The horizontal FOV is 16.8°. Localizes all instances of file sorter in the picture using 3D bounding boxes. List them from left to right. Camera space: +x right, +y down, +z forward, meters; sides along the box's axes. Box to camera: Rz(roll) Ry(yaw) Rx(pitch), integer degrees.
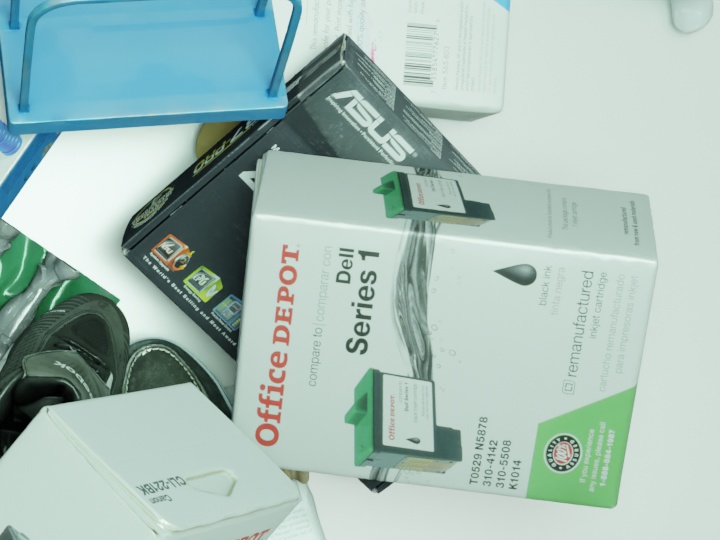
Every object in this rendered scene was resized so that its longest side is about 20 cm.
[{"bbox_3d":[-0.110,-0.185,1.192,0.139,0.123,0.200,-5,68,-12],"label":"file sorter"}]

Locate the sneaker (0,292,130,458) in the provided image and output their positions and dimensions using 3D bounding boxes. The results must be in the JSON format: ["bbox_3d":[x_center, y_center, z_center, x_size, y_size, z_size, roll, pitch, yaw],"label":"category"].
[{"bbox_3d":[-0.150,0.068,1.196,0.066,0.090,0.200,41,40,-8],"label":"sneaker"}]

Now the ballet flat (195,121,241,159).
[{"bbox_3d":[0.003,-0.030,1.333,0.200,0.063,0.069,32,81,-12],"label":"ballet flat"}]

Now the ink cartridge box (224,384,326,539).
[{"bbox_3d":[-0.093,0.176,1.333,0.163,0.057,0.200,-15,74,-13],"label":"ink cartridge box"}]

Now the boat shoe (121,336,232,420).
[{"bbox_3d":[-0.086,0.103,1.244,0.072,0.071,0.200,-18,53,-8],"label":"boat shoe"}]

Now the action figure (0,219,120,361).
[{"bbox_3d":[-0.228,0.067,1.287,0.118,0.055,0.200,35,87,-15],"label":"action figure"}]

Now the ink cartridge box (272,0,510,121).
[{"bbox_3d":[-0.023,-0.147,1.322,0.200,0.068,0.115,4,88,-14],"label":"ink cartridge box"}]

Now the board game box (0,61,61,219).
[{"bbox_3d":[-0.266,-0.084,1.245,0.196,0.056,0.200,33,82,3],"label":"board game box"}]

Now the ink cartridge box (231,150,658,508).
[{"bbox_3d":[0.038,0.030,1.224,0.200,0.084,0.146,6,115,0],"label":"ink cartridge box"}]

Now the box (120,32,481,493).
[{"bbox_3d":[0.000,0.000,1.286,0.161,0.049,0.200,-39,107,17],"label":"box"}]

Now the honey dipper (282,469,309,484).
[{"bbox_3d":[-0.128,0.112,1.304,0.200,0.038,0.038,-9,93,-7],"label":"honey dipper"}]

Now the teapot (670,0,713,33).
[{"bbox_3d":[0.178,-0.265,1.334,0.200,0.146,0.197,-42,79,23],"label":"teapot"}]

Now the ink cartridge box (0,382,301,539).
[{"bbox_3d":[-0.139,0.151,1.114,0.084,0.144,0.200,46,108,15],"label":"ink cartridge box"}]
